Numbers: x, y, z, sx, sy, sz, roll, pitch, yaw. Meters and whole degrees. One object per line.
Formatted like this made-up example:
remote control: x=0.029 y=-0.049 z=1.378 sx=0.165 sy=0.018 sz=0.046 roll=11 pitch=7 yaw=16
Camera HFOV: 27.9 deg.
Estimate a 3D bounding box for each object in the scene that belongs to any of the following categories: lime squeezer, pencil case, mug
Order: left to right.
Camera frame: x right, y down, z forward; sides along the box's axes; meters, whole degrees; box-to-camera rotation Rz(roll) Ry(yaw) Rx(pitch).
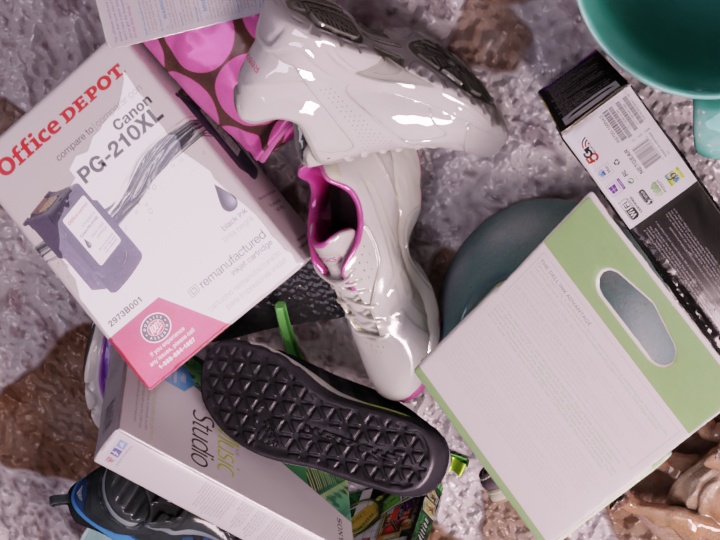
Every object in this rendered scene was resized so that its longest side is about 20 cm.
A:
pencil case: x=-0.102 y=-0.170 z=0.952 sx=0.200 sy=0.091 sz=0.094 roll=45 pitch=119 yaw=-10
lime squeezer: x=-0.013 y=0.104 z=1.087 sx=0.200 sy=0.038 sz=0.070 roll=43 pitch=143 yaw=-19
mug: x=0.195 y=-0.176 z=0.814 sx=0.151 sy=0.115 sz=0.186 roll=30 pitch=125 yaw=3

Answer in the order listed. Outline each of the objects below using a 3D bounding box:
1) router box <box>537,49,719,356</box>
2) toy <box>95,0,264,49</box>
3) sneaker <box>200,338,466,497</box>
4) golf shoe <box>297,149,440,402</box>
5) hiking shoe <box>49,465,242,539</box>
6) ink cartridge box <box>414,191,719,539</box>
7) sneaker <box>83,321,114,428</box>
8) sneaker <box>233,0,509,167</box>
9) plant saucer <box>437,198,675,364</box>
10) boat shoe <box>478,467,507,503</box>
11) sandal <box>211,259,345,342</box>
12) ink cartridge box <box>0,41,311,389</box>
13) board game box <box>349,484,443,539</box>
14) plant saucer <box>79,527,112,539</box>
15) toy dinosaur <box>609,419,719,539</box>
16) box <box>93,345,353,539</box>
router box: x=0.189 y=-0.032 z=0.874 sx=0.051 sy=0.149 sz=0.200 roll=-36 pitch=101 yaw=12
toy: x=-0.072 y=-0.215 z=0.892 sx=0.199 sy=0.047 sz=0.116 roll=-15 pitch=96 yaw=-5
sneaker: x=-0.022 y=0.110 z=1.037 sx=0.199 sy=0.083 sz=0.072 roll=25 pitch=95 yaw=14
golf shoe: x=0.000 y=0.000 z=0.983 sx=0.075 sy=0.091 sz=0.201 roll=3 pitch=108 yaw=41
hiking shoe: x=-0.127 y=0.181 z=1.088 sx=0.086 sy=0.075 sz=0.200 roll=-18 pitch=144 yaw=41
ink cartridge box: x=0.134 y=0.061 z=0.875 sx=0.146 sy=0.048 sz=0.200 roll=54 pitch=133 yaw=14
sneaker: x=-0.162 y=0.105 z=1.151 sx=0.083 sy=0.081 sz=0.201 roll=-10 pitch=124 yaw=9
sneaker: x=0.003 y=-0.104 z=0.914 sx=0.199 sy=0.078 sz=0.100 roll=19 pitch=122 yaw=-32
plant saucer: x=0.117 y=0.054 z=0.962 sx=0.200 sy=0.039 sz=0.203 roll=6 pitch=99 yaw=40
boat shoe: x=0.146 y=0.088 z=1.013 sx=0.065 sy=0.072 sz=0.200 roll=46 pitch=124 yaw=2
sandal: x=-0.089 y=0.011 z=1.078 sx=0.199 sy=0.048 sz=0.076 roll=-3 pitch=116 yaw=9
ink cartridge box: x=-0.147 y=-0.045 z=1.001 sx=0.145 sy=0.084 sz=0.200 roll=-39 pitch=92 yaw=11
board game box: x=-0.007 y=0.235 z=1.073 sx=0.104 sy=0.200 sz=0.024 roll=-22 pitch=116 yaw=30
plant saucer: x=-0.132 y=0.221 z=1.174 sx=0.198 sy=0.036 sz=0.201 roll=-6 pitch=129 yaw=-7
toy dinosaur: x=0.261 y=0.158 z=1.000 sx=0.135 sy=0.086 sz=0.200 roll=39 pitch=130 yaw=-12
box: x=-0.095 y=0.129 z=1.049 sx=0.199 sy=0.145 sz=0.036 roll=33 pitch=112 yaw=-21
